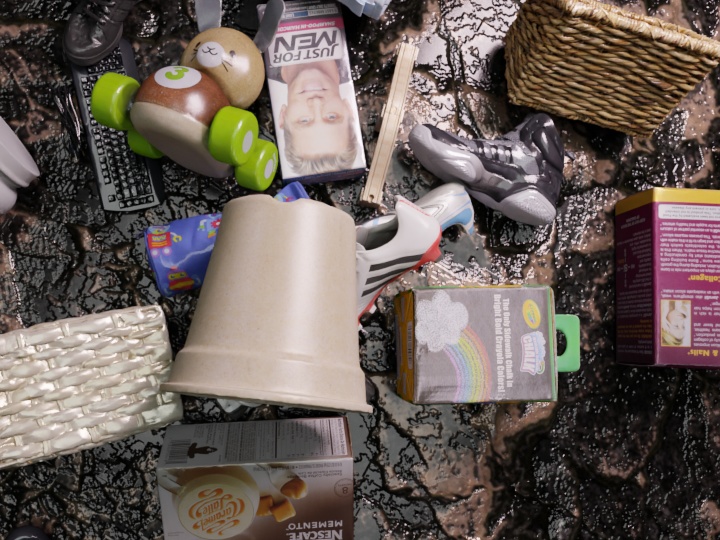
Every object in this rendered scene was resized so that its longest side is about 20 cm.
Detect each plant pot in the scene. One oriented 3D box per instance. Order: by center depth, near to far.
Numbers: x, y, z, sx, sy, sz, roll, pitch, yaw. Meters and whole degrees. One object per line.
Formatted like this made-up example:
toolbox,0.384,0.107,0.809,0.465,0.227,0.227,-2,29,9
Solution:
plant pot,-0.078,0.034,0.694,0.198,0.201,0.186,7,78,-5

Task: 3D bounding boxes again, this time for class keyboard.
keyboard,-0.294,-0.164,0.822,0.103,0.040,0.202,-14,86,-7

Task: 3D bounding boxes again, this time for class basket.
basket,-0.287,0.116,0.735,0.198,0.123,0.137,-12,87,-22
basket,0.279,-0.264,0.812,0.198,0.149,0.144,12,59,-10

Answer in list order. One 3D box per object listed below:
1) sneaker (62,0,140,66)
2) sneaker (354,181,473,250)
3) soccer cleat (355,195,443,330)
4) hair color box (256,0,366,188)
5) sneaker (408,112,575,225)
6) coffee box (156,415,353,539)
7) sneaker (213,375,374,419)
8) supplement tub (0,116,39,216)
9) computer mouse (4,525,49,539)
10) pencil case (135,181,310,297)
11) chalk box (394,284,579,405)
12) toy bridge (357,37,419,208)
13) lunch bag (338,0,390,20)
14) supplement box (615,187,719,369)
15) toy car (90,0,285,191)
sneaker,-0.268,-0.328,0.797,0.060,0.104,0.201,34,75,-1
sneaker,0.039,-0.037,0.831,0.198,0.072,0.073,-22,95,-4
soccer cleat,0.000,0.000,0.780,0.199,0.069,0.085,-39,117,23
hair color box,-0.057,-0.205,0.838,0.099,0.061,0.203,-9,87,-6
sneaker,0.158,-0.143,0.850,0.199,0.075,0.115,29,83,-9
coffee box,-0.108,0.230,0.772,0.197,0.080,0.116,-1,112,-6
sneaker,-0.089,0.126,0.813,0.199,0.076,0.116,28,92,5
supplement tub,-0.455,-0.089,0.747,0.199,0.144,0.145,-37,90,-7
computer mouse,-0.358,0.375,0.783,0.058,0.034,0.203,-2,91,-23
pencil case,-0.142,-0.037,0.809,0.198,0.087,0.079,-18,130,-6
chalk box,0.144,0.082,0.806,0.197,0.124,0.126,0,85,-7
toy bridge,0.034,-0.176,0.841,0.027,0.067,0.202,14,85,-4
lunch bag,-0.010,-0.394,0.807,0.168,0.127,0.201,28,68,-2
supplement box,0.379,0.012,0.842,0.129,0.103,0.203,3,85,-6
toy car,-0.156,-0.212,0.768,0.163,0.158,0.202,17,82,11
